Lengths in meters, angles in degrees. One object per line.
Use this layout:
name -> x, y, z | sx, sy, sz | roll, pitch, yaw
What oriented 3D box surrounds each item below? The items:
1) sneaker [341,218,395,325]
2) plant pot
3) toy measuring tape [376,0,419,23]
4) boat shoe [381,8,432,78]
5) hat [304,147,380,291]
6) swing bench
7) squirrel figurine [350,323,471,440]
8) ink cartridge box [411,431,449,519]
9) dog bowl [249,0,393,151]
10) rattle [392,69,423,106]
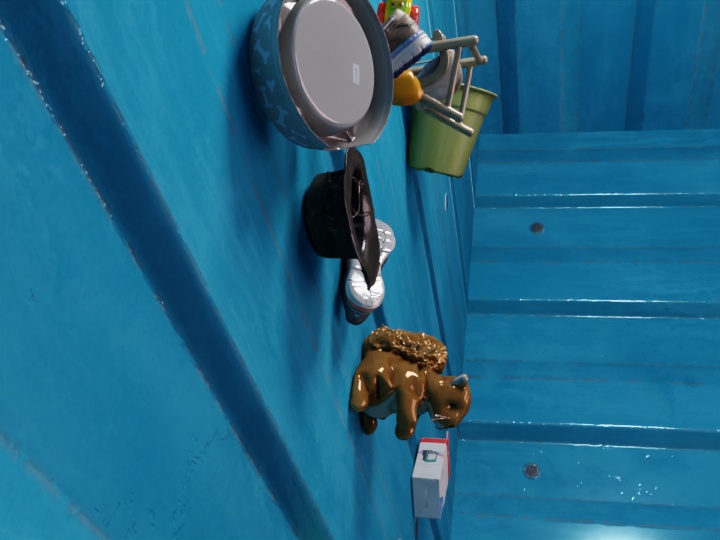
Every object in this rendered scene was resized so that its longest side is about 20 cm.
sneaker -> 0.000, 0.000, 1.452 | 0.201, 0.076, 0.082 | -76, -171, -45
plant pot -> 0.179, -0.305, 2.036 | 0.200, 0.198, 0.192 | -14, 117, -78
toy measuring tape -> 0.059, -0.382, 1.496 | 0.200, 0.073, 0.074 | 85, 9, -74
boat shoe -> -0.009, -0.245, 1.162 | 0.073, 0.199, 0.072 | 53, -2, 2
hat -> -0.030, -0.069, 1.233 | 0.201, 0.080, 0.203 | -8, 90, -81
swing bench -> 0.079, -0.291, 1.426 | 0.199, 0.198, 0.131 | -15, 116, -78
squirrel figurine -> 0.093, 0.179, 1.562 | 0.142, 0.185, 0.201 | 73, 21, -54
ink cartridge box -> 0.170, 0.480, 2.228 | 0.200, 0.067, 0.117 | -64, 153, -64
dog bowl -> -0.043, -0.226, 1.040 | 0.199, 0.058, 0.202 | 7, 81, -52
rattle -> -0.003, -0.286, 1.201 | 0.130, 0.142, 0.200 | -48, 160, -23
